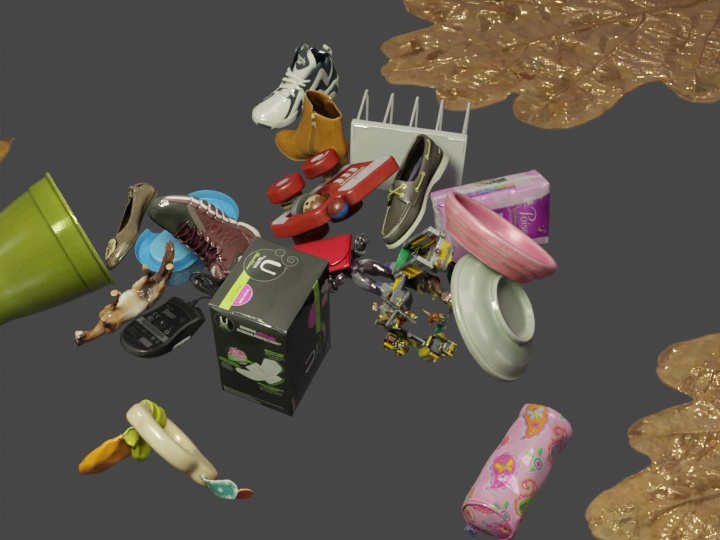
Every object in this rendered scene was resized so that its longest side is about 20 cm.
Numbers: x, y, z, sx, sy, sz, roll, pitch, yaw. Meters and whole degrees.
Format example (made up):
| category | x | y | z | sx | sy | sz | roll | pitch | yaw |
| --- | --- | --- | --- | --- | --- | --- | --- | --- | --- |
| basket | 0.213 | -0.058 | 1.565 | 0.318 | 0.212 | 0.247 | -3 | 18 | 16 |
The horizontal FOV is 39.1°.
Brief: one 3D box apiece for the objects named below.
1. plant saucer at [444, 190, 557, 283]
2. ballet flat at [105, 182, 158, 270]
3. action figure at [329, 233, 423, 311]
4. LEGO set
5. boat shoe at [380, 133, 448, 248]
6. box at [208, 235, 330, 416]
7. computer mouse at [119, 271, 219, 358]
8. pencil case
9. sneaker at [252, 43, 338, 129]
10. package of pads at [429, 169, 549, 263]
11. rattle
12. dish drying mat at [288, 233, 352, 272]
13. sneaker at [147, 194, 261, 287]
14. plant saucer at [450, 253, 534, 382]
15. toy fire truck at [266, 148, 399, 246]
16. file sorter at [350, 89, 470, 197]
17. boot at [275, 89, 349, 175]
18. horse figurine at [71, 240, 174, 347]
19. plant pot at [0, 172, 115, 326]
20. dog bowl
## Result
| category | x | y | z | sx | sy | sz | roll | pitch | yaw |
| --- | --- | --- | --- | --- | --- | --- | --- | --- | --- |
| plant saucer | 0.203 | -0.044 | 1.534 | 0.199 | 0.051 | 0.201 | 33 | 14 | -9 |
| ballet flat | -0.389 | -0.080 | 1.691 | 0.046 | 0.067 | 0.201 | 38 | 41 | -23 |
| action figure | 0.000 | 0.000 | 1.634 | 0.198 | 0.070 | 0.131 | 18 | 55 | 18 |
| LEGO set | 0.112 | 0.033 | 1.520 | 0.153 | 0.116 | 0.201 | 37 | 67 | -10 |
| boat shoe | 0.075 | -0.129 | 1.641 | 0.071 | 0.061 | 0.203 | -7 | 49 | 49 |
| box | -0.125 | 0.081 | 1.469 | 0.123 | 0.201 | 0.149 | 18 | 51 | 14 |
| computer mouse | -0.263 | 0.094 | 1.564 | 0.140 | 0.046 | 0.200 | 30 | 48 | 20 |
| pencil case | 0.215 | 0.277 | 1.388 | 0.087 | 0.088 | 0.200 | 25 | 53 | 20 |
| sneaker | -0.123 | -0.358 | 1.904 | 0.198 | 0.130 | 0.080 | -27 | 53 | -23 |
| package of pads | 0.214 | -0.084 | 1.676 | 0.198 | 0.122 | 0.076 | -13 | 30 | -12 |
| rattle | -0.266 | 0.285 | 1.379 | 0.200 | 0.130 | 0.143 | 45 | 69 | 1 |
| dish drying mat | -0.110 | -0.013 | 1.630 | 0.198 | 0.018 | 0.077 | -13 | 42 | 14 |
| sneaker | -0.240 | -0.038 | 1.579 | 0.198 | 0.076 | 0.117 | 20 | 50 | -30 |
| plant saucer | 0.211 | 0.063 | 1.508 | 0.050 | 0.200 | 0.202 | -24 | 37 | 35 |
| toy fire truck | -0.048 | -0.122 | 1.658 | 0.200 | 0.113 | 0.167 | -39 | 19 | -29 |
| file sorter | 0.089 | -0.228 | 1.790 | 0.197 | 0.140 | 0.125 | 8 | 46 | 6 |
| boot | -0.088 | -0.257 | 1.794 | 0.070 | 0.145 | 0.201 | -30 | 45 | -27 |
| horse figurine | -0.349 | 0.042 | 1.550 | 0.050 | 0.133 | 0.200 | 44 | 62 | 3 |
| plant pot | -0.514 | -0.016 | 1.570 | 0.192 | 0.201 | 0.201 | -31 | 55 | -11 |
| dog bowl | -0.285 | -0.051 | 1.684 | 0.111 | 0.050 | 0.200 | 28 | 53 | 21 |
